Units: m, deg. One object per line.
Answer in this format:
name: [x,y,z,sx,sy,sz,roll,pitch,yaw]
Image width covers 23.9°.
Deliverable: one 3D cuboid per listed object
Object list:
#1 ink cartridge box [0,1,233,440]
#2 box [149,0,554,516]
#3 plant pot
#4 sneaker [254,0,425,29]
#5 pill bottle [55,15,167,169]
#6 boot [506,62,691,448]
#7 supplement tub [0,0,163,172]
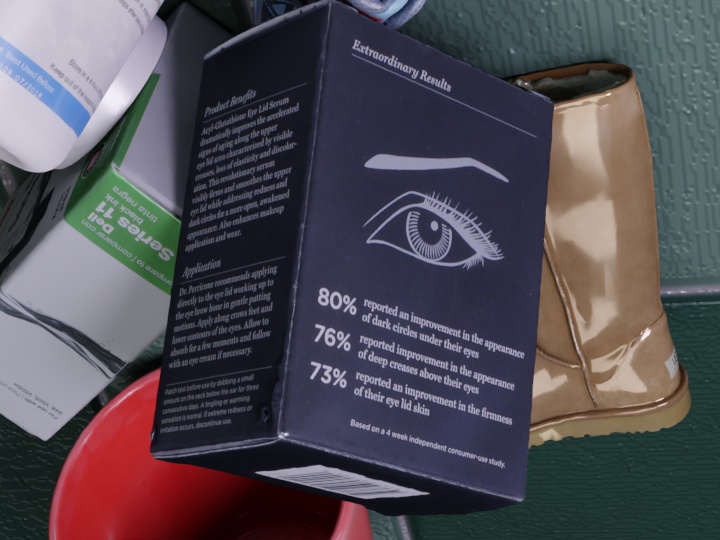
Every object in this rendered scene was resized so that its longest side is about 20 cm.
ink cartridge box: [-0.133,-0.023,0.910,0.083,0.147,0.200,34,130,-18]
box: [0.000,0.000,0.790,0.147,0.203,0.104,20,159,-36]
plant pot: [-0.074,0.181,1.074,0.198,0.202,0.178,-4,144,16]
sneaker: [-0.005,-0.146,0.801,0.079,0.096,0.201,24,133,-9]
pill bottle: [-0.198,-0.146,0.829,0.199,0.116,0.115,38,129,-23]
boot: [0.084,-0.003,0.923,0.173,0.066,0.202,-11,118,15]
supplement tub: [-0.134,-0.157,0.722,0.131,0.201,0.132,31,172,5]
